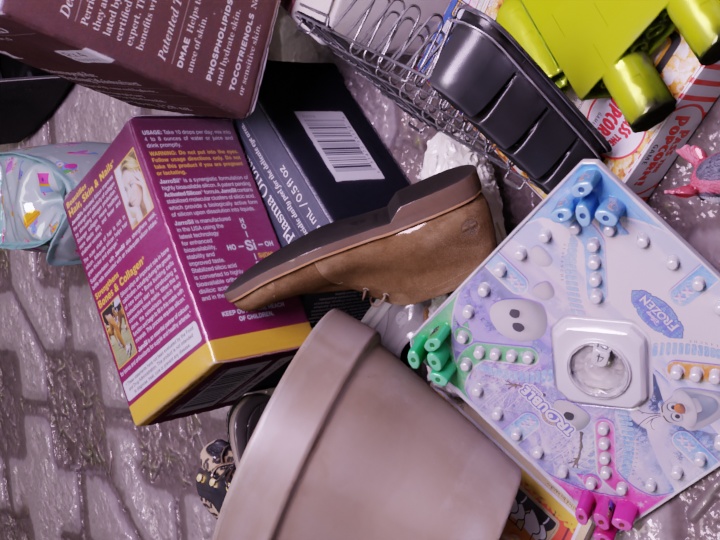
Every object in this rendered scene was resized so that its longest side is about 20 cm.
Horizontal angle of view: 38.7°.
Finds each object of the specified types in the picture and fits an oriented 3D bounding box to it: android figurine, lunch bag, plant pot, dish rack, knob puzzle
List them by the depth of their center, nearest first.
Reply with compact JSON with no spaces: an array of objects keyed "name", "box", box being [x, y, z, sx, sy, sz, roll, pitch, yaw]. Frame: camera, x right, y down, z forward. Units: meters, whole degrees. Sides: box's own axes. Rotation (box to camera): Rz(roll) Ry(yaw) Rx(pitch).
[{"name":"android figurine","box":[0.144,-0.190,0.610,0.182,0.040,0.203,-48,62,51]},{"name":"dish rack","box":[0.050,-0.123,0.661,0.055,0.153,0.199,-54,43,1]},{"name":"plant pot","box":[0.015,0.154,0.728,0.171,0.200,0.203,24,116,8]},{"name":"knob puzzle","box":[0.080,0.217,0.816,0.217,0.030,0.225,8,100,46]},{"name":"lunch bag","box":[-0.265,-0.071,1.054,0.198,0.168,0.125,4,97,49]},{"name":"plant pot","box":[-0.489,-0.260,1.274,0.178,0.197,0.203,-49,60,51]}]

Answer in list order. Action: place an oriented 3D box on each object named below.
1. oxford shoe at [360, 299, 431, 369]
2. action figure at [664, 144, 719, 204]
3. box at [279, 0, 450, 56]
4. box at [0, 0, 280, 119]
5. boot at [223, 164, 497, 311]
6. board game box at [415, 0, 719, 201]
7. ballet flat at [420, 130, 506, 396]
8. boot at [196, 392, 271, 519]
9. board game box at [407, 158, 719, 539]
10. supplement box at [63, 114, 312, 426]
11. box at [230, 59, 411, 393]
[{"name":"oxford shoe","box":[0.011,0.083,0.850,0.058,0.075,0.201,41,126,10]},{"name":"action figure","box":[0.251,-0.045,0.525,0.197,0.148,0.137,-2,100,33]},{"name":"box","box":[-0.023,-0.269,0.800,0.200,0.126,0.110,47,124,32]},{"name":"box","box":[-0.174,-0.218,0.708,0.164,0.198,0.168,14,89,45]},{"name":"boot","box":[0.000,0.000,0.709,0.197,0.074,0.077,-20,107,13]},{"name":"board game box","box":[0.139,-0.142,0.698,0.201,0.046,0.153,51,128,30]},{"name":"ballet flat","box":[0.084,0.000,0.756,0.071,0.071,0.204,13,112,45]},{"name":"boot","box":[-0.101,0.188,0.945,0.149,0.073,0.202,12,135,50]},{"name":"board game box","box":[0.152,0.064,0.655,0.200,0.026,0.200,42,128,1]},{"name":"supplement box","box":[-0.138,-0.001,0.804,0.130,0.102,0.203,-35,70,43]},{"name":"box","box":[-0.063,-0.037,0.880,0.198,0.116,0.201,58,132,25]}]
